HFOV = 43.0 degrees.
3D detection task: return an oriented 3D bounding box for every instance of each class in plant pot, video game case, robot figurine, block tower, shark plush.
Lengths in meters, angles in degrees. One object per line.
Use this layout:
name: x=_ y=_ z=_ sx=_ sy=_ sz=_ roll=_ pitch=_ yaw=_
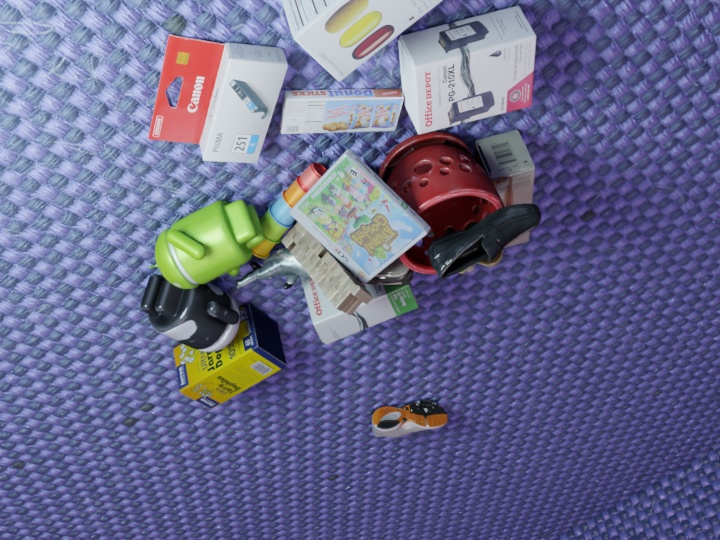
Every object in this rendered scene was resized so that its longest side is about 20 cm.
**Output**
plant pot: x=0.132 y=-0.127 z=1.576 sx=0.197 sy=0.184 sz=0.202 roll=-11 pitch=143 yaw=-9
video game case: x=-0.005 y=-0.083 z=1.498 sx=0.182 sy=0.022 sz=0.200 roll=43 pitch=140 yaw=-7
robot figurine: x=-0.311 y=0.073 z=1.694 sx=0.125 sy=0.151 sz=0.199 roll=-45 pitch=138 yaw=10
block tower: x=-0.063 y=-0.006 z=1.593 sx=0.058 sy=0.200 sz=0.054 roll=-47 pitch=147 yaw=6
shark plush: x=-0.135 y=-0.005 z=1.692 sx=0.196 sy=0.084 sz=0.091 roll=-9 pitch=153 yaw=-9
robot figurine: x=-0.266 y=-0.044 z=1.570 sx=0.198 sy=0.117 sz=0.175 roll=-26 pitch=167 yaw=9

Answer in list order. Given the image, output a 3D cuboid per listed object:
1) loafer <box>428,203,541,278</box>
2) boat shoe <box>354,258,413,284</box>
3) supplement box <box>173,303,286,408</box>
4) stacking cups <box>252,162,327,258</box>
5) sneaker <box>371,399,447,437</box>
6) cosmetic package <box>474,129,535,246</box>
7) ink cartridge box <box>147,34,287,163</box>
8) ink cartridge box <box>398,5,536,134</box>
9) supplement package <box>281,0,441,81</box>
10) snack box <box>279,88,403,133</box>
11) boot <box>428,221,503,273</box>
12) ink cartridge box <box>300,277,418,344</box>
loafer: x=0.209 y=-0.046 z=1.503 sx=0.198 sy=0.071 sz=0.068 roll=-24 pitch=141 yaw=6
boat shoe: x=0.000 y=0.000 z=1.641 sx=0.196 sy=0.068 sz=0.057 roll=3 pitch=151 yaw=17
supplement box: x=-0.265 y=0.175 z=1.849 sx=0.198 sy=0.110 sz=0.109 roll=-31 pitch=142 yaw=16
stacking cups: x=-0.129 y=-0.105 z=1.596 sx=0.060 sy=0.061 sz=0.200 roll=18 pitch=130 yaw=-38
sneaker: x=0.120 y=0.381 z=2.307 sx=0.196 sy=0.077 sz=0.092 roll=-1 pitch=148 yaw=-9
cosmetic package: x=0.261 y=-0.144 z=1.677 sx=0.086 sy=0.104 sz=0.201 roll=-14 pitch=141 yaw=-4
ink cartridge box: x=-0.220 y=-0.254 z=1.389 sx=0.173 sy=0.045 sz=0.201 roll=0 pitch=139 yaw=-24
ink cartridge box: x=0.167 y=-0.313 z=1.440 sx=0.197 sy=0.085 sz=0.146 roll=-15 pitch=142 yaw=-4
supplement package: x=0.003 y=-0.383 z=1.265 sx=0.199 sy=0.111 sz=0.113 roll=-35 pitch=140 yaw=21
snack box: x=-0.030 y=-0.257 z=1.478 sx=0.196 sy=0.025 sz=0.072 roll=-4 pitch=140 yaw=-17
boot: x=0.200 y=-0.041 z=1.717 sx=0.072 sy=0.199 sz=0.155 roll=-48 pitch=145 yaw=-11
ink cartridge box: x=-0.007 y=0.032 z=1.748 sx=0.197 sy=0.148 sz=0.083 roll=-23 pitch=143 yaw=5
